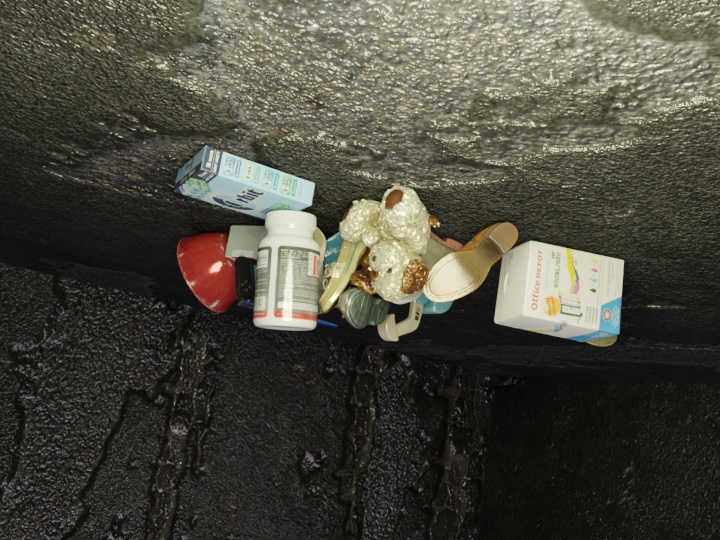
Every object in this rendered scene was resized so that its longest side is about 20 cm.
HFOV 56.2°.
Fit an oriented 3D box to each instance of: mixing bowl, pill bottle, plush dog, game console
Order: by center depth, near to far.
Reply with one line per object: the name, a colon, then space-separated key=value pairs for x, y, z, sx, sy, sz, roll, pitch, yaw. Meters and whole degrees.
plush dog: x=0.063 y=-0.032 z=1.162 sx=0.159 sy=0.175 sz=0.199 roll=17 pitch=165 yaw=-33
pill bottle: x=-0.129 y=0.002 z=1.206 sx=0.114 sy=0.204 sz=0.116 roll=3 pitch=171 yaw=0
game console: x=-0.159 y=0.046 z=1.460 sx=0.118 sy=0.173 sz=0.198 roll=-31 pitch=144 yaw=34
mixing bowl: x=-0.332 y=-0.015 z=1.607 sx=0.107 sy=0.203 sz=0.200 roll=-29 pitch=156 yaw=13

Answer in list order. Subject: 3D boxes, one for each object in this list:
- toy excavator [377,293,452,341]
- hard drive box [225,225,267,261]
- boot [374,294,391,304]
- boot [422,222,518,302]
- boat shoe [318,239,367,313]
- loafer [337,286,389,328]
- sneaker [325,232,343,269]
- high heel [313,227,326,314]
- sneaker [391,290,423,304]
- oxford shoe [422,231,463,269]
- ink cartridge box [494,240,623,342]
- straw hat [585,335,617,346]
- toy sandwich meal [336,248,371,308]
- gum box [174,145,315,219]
toy excavator: x=0.138 y=0.070 z=1.508 sx=0.192 sy=0.204 sz=0.099 roll=17 pitch=166 yaw=-31
hard drive box: x=-0.194 y=-0.039 z=1.576 sx=0.153 sy=0.078 sz=0.200 roll=3 pitch=166 yaw=25
boot: x=-0.007 y=0.045 z=1.618 sx=0.196 sy=0.074 sz=0.163 roll=-25 pitch=143 yaw=6
boot: x=0.189 y=-0.008 z=1.203 sx=0.198 sy=0.074 sz=0.155 roll=-34 pitch=178 yaw=-5
boat shoe: x=-0.035 y=-0.015 z=1.252 sx=0.062 sy=0.203 sz=0.073 roll=27 pitch=158 yaw=0
loafer: x=-0.006 y=0.068 z=1.267 sx=0.062 sy=0.073 sz=0.200 roll=18 pitch=178 yaw=23
sneaker: x=-0.087 y=-0.020 z=1.440 sx=0.197 sy=0.078 sz=0.081 roll=-19 pitch=166 yaw=8
high heel: x=-0.113 y=-0.009 z=1.365 sx=0.071 sy=0.202 sz=0.142 roll=-23 pitch=170 yaw=-34
sneaker: x=0.079 y=0.030 z=1.381 sx=0.073 sy=0.200 sz=0.112 roll=50 pitch=129 yaw=-4
oxford shoe: x=0.121 y=-0.037 z=1.330 sx=0.197 sy=0.076 sz=0.070 roll=15 pitch=167 yaw=-25
ink cartridge box: x=0.383 y=0.043 z=1.315 sx=0.196 sy=0.150 sz=0.145 roll=11 pitch=168 yaw=-9
straw hat: x=0.491 y=0.065 z=1.458 sx=0.198 sy=0.203 sz=0.086 roll=13 pitch=127 yaw=-17
toy sandwich meal: x=0.000 y=0.000 z=1.402 sx=0.071 sy=0.205 sz=0.205 roll=50 pitch=162 yaw=-3
gum box: x=-0.204 y=-0.145 z=1.171 sx=0.197 sy=0.045 sz=0.169 roll=15 pitch=167 yaw=-28
